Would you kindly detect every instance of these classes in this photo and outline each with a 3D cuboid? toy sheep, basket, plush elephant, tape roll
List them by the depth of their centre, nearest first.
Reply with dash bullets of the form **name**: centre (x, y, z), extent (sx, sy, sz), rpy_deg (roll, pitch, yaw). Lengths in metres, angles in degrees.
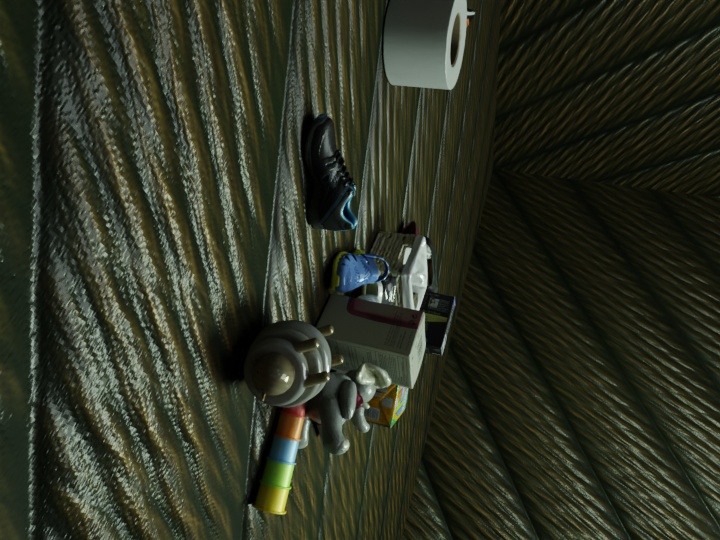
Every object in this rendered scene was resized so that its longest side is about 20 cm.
- **toy sheep**: centre (-0.102, 0.135, 0.807), extent (0.200, 0.137, 0.139), rpy_deg (-9, 109, -78)
- **plush elephant**: centre (-0.033, 0.245, 1.023), extent (0.154, 0.164, 0.201), rpy_deg (14, 64, -36)
- **tape roll**: centre (0.143, -0.505, 1.179), extent (0.203, 0.138, 0.204), rpy_deg (10, 90, -73)
- **basket**: centre (0.093, 0.013, 1.360), extent (0.200, 0.123, 0.136), rpy_deg (78, 29, -50)

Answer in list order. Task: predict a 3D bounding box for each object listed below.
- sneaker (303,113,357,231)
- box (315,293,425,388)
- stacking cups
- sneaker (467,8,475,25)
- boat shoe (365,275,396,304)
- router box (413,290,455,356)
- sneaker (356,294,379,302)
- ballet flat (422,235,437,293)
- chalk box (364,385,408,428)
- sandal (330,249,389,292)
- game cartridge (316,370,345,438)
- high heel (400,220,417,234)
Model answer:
- **sneaker**: centre (-0.043, -0.158, 0.896), extent (0.073, 0.082, 0.201), rpy_deg (-54, 148, -50)
- **box**: centre (0.023, 0.140, 1.084), extent (0.128, 0.199, 0.109), rpy_deg (81, 26, -48)
- **stacking cups**: centre (-0.129, 0.313, 0.942), extent (0.061, 0.060, 0.201), rpy_deg (56, 47, -66)
- **sneaker**: centre (0.292, -0.750, 1.646), extent (0.200, 0.070, 0.090), rpy_deg (-53, 164, -54)
- **boat shoe**: centre (0.041, 0.097, 1.289), extent (0.060, 0.074, 0.201), rpy_deg (-9, 125, -26)
- **router box**: centre (0.141, 0.129, 1.454), extent (0.052, 0.199, 0.158), rpy_deg (74, 33, -56)
- **sneaker**: centre (-0.006, 0.141, 1.244), extent (0.072, 0.072, 0.201), rpy_deg (-7, 124, -28)
- **ballet flat**: centre (0.182, -0.021, 1.529), extent (0.068, 0.068, 0.201), rpy_deg (42, 36, -56)
- **chalk box**: centre (0.059, 0.314, 1.438), extent (0.200, 0.124, 0.125), rpy_deg (-15, 115, -72)
- **sandal**: centre (0.000, 0.000, 1.124), extent (0.200, 0.087, 0.080), rpy_deg (-33, 133, -64)
- **game cartridge**: centre (-0.033, 0.264, 1.193), extent (0.200, 0.041, 0.134), rpy_deg (-49, 144, -32)
- **high heel**: centre (0.123, -0.087, 1.494), extent (0.200, 0.067, 0.097), rpy_deg (-53, 156, -79)
